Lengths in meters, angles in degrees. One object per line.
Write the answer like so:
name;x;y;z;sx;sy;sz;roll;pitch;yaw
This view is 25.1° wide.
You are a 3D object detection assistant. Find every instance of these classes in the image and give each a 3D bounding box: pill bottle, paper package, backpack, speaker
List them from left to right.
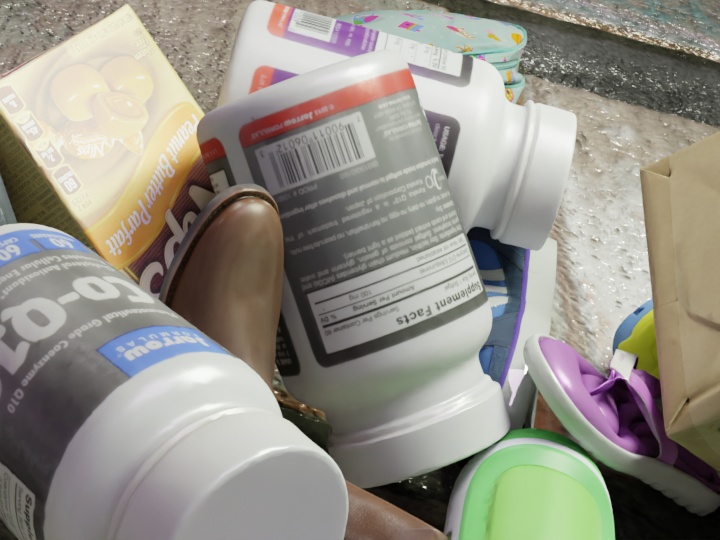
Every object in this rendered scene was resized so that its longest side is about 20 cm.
pill bottle;-0.102;0.068;0.670;0.113;0.115;0.199;-12;32;-40
pill bottle;0.000;0.000;0.821;0.115;0.202;0.116;-19;4;1
pill bottle;0.018;-0.077;0.930;0.198;0.112;0.112;15;31;-2
backpack;0.035;-0.115;1.115;0.166;0.128;0.199;28;25;30
speaker;0.075;0.160;0.752;0.088;0.089;0.201;18;31;0
paper package;0.255;0.036;0.901;0.199;0.103;0.192;35;43;-39

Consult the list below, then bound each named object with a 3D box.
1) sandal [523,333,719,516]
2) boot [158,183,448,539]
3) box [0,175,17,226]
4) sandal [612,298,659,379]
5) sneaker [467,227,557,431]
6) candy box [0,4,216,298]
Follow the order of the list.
sandal;0.151;0.073;0.876;0.202;0.050;0.083;33;21;-49
boot;-0.019;0.079;0.702;0.064;0.188;0.199;-1;21;-38
box;-0.238;0.025;0.740;0.051;0.159;0.199;-15;5;41
sandal;0.240;0.037;1.060;0.198;0.080;0.087;-12;7;-31
sneaker;0.037;0.035;0.948;0.145;0.081;0.201;9;37;6
candy box;-0.114;-0.027;0.855;0.201;0.055;0.115;55;46;-7
